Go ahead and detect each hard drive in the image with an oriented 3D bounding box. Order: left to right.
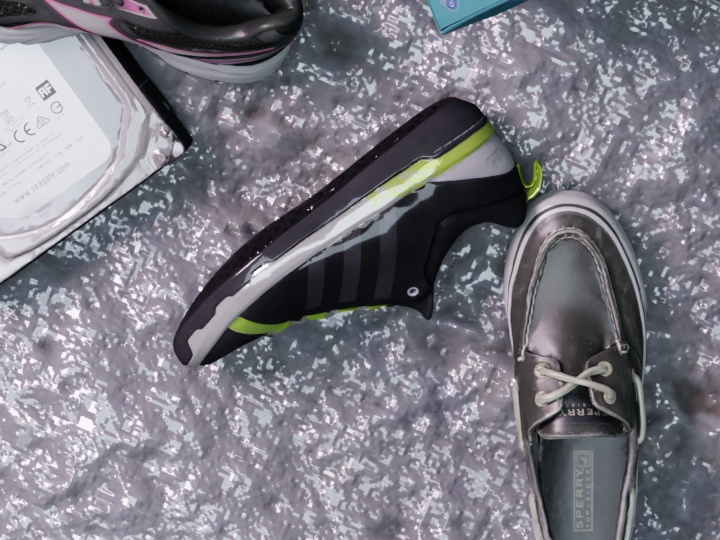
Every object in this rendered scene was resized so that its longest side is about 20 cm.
[{"bbox_3d":[-0.196,-0.102,1.169,0.140,0.038,0.200,-34,98,10],"label":"hard drive"}]

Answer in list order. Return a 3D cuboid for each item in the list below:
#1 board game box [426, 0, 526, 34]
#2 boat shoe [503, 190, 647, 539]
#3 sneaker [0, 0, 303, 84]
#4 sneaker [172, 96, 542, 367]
[{"bbox_3d":[0.083,-0.205,1.019,0.200,0.047,0.151,-20,93,49],"label":"board game box"},{"bbox_3d":[0.110,0.062,1.171,0.071,0.064,0.200,-5,102,5],"label":"boat shoe"},{"bbox_3d":[-0.116,-0.143,1.105,0.200,0.086,0.080,8,83,-16],"label":"sneaker"},{"bbox_3d":[0.000,0.000,1.161,0.200,0.072,0.083,-37,99,10],"label":"sneaker"}]
